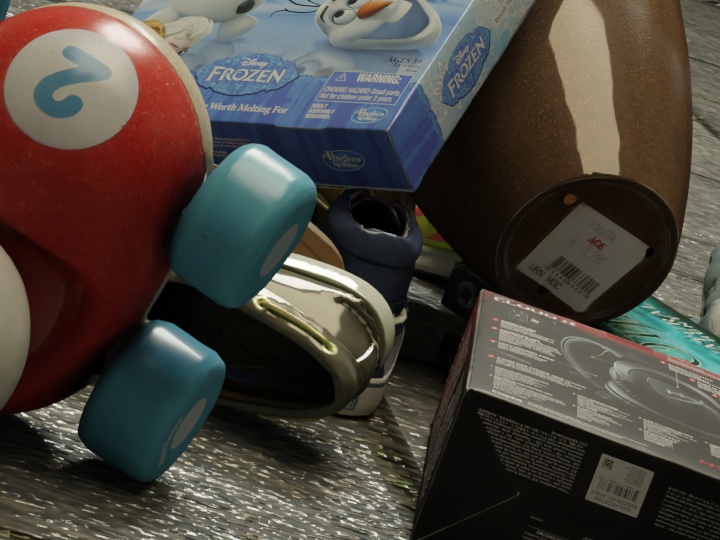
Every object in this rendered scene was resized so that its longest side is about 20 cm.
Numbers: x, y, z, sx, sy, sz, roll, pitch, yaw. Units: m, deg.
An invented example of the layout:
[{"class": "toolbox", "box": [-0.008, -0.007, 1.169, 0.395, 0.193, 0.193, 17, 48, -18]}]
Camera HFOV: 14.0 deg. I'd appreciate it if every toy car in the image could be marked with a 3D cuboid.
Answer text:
[{"class": "toy car", "box": [-0.151, -0.001, 1.097, 0.184, 0.177, 0.200, 34, 28, 10]}]

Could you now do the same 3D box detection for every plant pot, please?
[{"class": "plant pot", "box": [0.096, -0.067, 1.511, 0.186, 0.187, 0.200, 15, 33, -21]}]

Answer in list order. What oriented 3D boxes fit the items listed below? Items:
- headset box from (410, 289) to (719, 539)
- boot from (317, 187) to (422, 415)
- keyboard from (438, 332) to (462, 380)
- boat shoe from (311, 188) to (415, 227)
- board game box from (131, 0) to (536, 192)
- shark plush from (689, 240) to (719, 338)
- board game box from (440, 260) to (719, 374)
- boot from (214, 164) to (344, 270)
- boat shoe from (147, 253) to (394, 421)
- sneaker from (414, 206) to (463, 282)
[{"class": "headset box", "box": [0.107, 0.082, 1.292, 0.148, 0.077, 0.200, 20, 12, -1]}, {"class": "boot", "box": [0.000, 0.000, 1.435, 0.072, 0.091, 0.200, 18, 13, -8]}, {"class": "keyboard", "box": [0.136, 0.070, 1.511, 0.199, 0.021, 0.127, 19, 13, -7]}, {"class": "boat shoe", "box": [-0.051, -0.060, 1.667, 0.063, 0.074, 0.200, -5, 21, -45]}, {"class": "board game box", "box": [-0.019, -0.125, 1.459, 0.199, 0.043, 0.199, 5, 46, 34]}, {"class": "shark plush", "box": [0.214, 0.021, 1.607, 0.091, 0.084, 0.200, 18, -1, 2]}, {"class": "board game box", "box": [0.153, 0.050, 1.509, 0.135, 0.028, 0.200, 6, 20, -44]}, {"class": "boot", "box": [-0.100, -0.022, 1.392, 0.199, 0.070, 0.146, 19, 0, 3]}, {"class": "boat shoe", "box": [-0.088, 0.016, 1.284, 0.201, 0.072, 0.060, 14, 29, 11]}, {"class": "sneaker", "box": [0.069, -0.036, 1.685, 0.199, 0.091, 0.078, 22, 15, 15]}]
